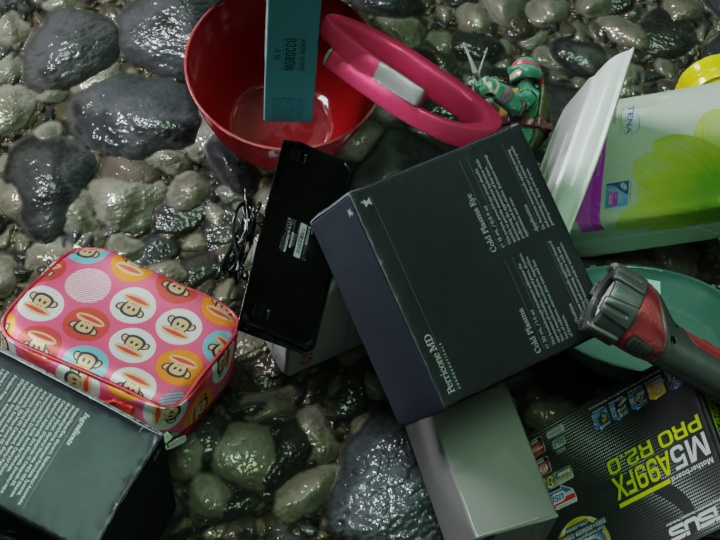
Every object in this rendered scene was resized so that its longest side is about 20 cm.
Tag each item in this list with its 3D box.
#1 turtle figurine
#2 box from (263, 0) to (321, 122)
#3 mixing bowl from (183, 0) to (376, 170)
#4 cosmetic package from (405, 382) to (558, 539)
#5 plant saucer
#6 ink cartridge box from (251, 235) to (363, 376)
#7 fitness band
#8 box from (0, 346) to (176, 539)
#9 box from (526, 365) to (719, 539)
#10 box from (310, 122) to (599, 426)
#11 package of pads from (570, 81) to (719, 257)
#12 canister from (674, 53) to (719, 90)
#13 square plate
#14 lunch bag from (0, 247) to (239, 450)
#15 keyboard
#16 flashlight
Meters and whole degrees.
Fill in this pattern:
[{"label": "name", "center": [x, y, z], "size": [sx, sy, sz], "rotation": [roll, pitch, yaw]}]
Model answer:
[{"label": "turtle figurine", "center": [0.142, -0.147, 1.709], "size": [0.100, 0.150, 0.202], "rotation": [7, 73, 3]}, {"label": "box", "center": [-0.063, -0.226, 1.575], "size": [0.049, 0.200, 0.083], "rotation": [1, 61, -4]}, {"label": "mixing bowl", "center": [-0.079, -0.175, 1.722], "size": [0.198, 0.109, 0.202], "rotation": [3, 60, -4]}, {"label": "cosmetic package", "center": [0.100, 0.164, 1.550], "size": [0.089, 0.107, 0.201], "rotation": [-15, 65, -15]}, {"label": "plant saucer", "center": [0.269, 0.057, 1.627], "size": [0.198, 0.036, 0.200], "rotation": [2, 29, -1]}, {"label": "ink cartridge box", "center": [0.000, 0.000, 1.609], "size": [0.199, 0.146, 0.088], "rotation": [-25, 65, -18]}, {"label": "fitness band", "center": [0.043, -0.176, 1.603], "size": [0.200, 0.143, 0.038], "rotation": [38, 108, 23]}, {"label": "box", "center": [-0.271, 0.175, 1.451], "size": [0.195, 0.200, 0.125], "rotation": [25, 66, 9]}, {"label": "box", "center": [0.242, 0.186, 1.512], "size": [0.044, 0.199, 0.161], "rotation": [18, 49, -45]}, {"label": "box", "center": [0.085, 0.004, 1.486], "size": [0.181, 0.104, 0.201], "rotation": [-22, 86, -25]}, {"label": "package of pads", "center": [0.299, -0.103, 1.692], "size": [0.199, 0.068, 0.156], "rotation": [-7, 56, 30]}, {"label": "canister", "center": [0.427, -0.124, 1.755], "size": [0.147, 0.087, 0.201], "rotation": [-12, 64, -12]}, {"label": "square plate", "center": [0.192, -0.097, 1.612], "size": [0.028, 0.198, 0.201], "rotation": [21, 78, -2]}, {"label": "lunch bag", "center": [-0.225, 0.075, 1.557], "size": [0.199, 0.082, 0.176], "rotation": [24, 42, 12]}, {"label": "keyboard", "center": [-0.072, -0.025, 1.521], "size": [0.103, 0.040, 0.201], "rotation": [24, 57, -18]}, {"label": "flashlight", "center": [0.284, 0.067, 1.447], "size": [0.199, 0.068, 0.068], "rotation": [28, 96, -7]}]
